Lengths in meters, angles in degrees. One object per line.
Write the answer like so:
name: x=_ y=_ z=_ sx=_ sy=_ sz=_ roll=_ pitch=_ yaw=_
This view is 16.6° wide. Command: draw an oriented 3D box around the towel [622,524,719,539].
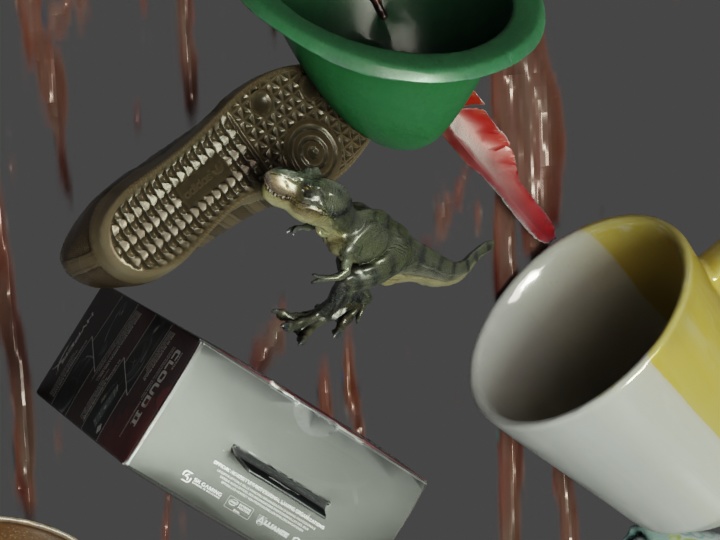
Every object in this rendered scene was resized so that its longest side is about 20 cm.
towel: x=0.244 y=0.249 z=1.464 sx=0.171 sy=0.048 sz=0.200 roll=13 pitch=52 yaw=-25

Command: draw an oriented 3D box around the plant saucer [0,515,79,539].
plant saucer: x=-0.213 y=0.227 z=1.349 sx=0.200 sy=0.037 sz=0.201 roll=-4 pitch=102 yaw=-21

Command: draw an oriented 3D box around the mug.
mug: x=0.179 y=0.067 z=1.401 sx=0.153 sy=0.186 sz=0.150 roll=45 pitch=43 yaw=-30

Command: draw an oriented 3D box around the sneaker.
sneaker: x=-0.082 y=-0.054 z=1.336 sx=0.200 sy=0.075 sz=0.071 roll=-32 pitch=100 yaw=-35

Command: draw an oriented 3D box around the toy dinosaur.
toy dinosaur: x=0.000 y=0.000 z=1.355 sx=0.088 sy=0.047 sz=0.200 roll=-48 pitch=148 yaw=15

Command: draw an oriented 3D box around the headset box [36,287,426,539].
headset box: x=-0.068 y=0.088 z=1.289 sx=0.149 sy=0.200 sz=0.077 roll=33 pitch=87 yaw=-23

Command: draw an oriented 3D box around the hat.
hat: x=0.008 y=-0.086 z=1.353 sx=0.166 sy=0.200 sz=0.176 roll=-47 pitch=159 yaw=-47
